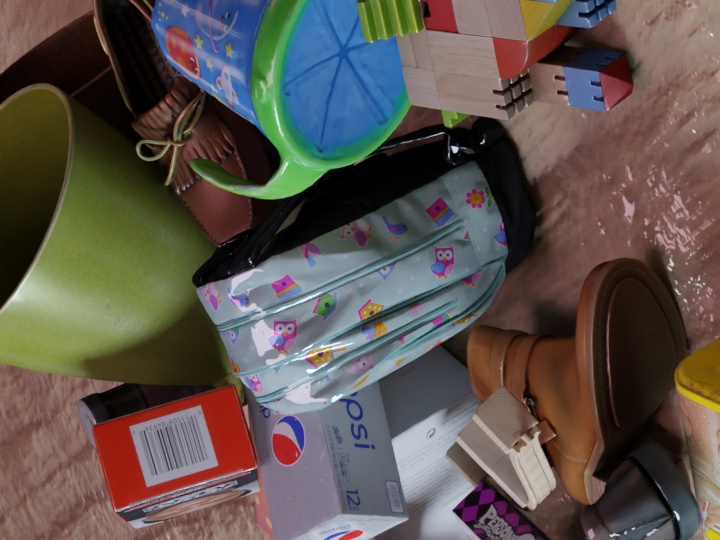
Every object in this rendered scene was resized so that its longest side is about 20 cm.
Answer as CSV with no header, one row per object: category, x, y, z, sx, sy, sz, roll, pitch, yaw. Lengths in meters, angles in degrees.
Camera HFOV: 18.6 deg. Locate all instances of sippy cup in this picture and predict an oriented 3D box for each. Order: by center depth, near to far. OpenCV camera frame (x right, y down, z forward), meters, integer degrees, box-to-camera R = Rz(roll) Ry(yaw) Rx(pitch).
sippy cup,-0.048,-0.144,1.288,0.130,0.178,0.140,26,153,37

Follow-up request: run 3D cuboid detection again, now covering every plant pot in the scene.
plant pot,-0.169,-0.001,1.499,0.199,0.189,0.187,26,173,-33
plant pot,-0.167,-0.074,1.635,0.186,0.187,0.201,7,135,58

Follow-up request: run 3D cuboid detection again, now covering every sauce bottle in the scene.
sauce bottle,-0.110,0.077,1.619,0.066,0.199,0.066,46,149,38

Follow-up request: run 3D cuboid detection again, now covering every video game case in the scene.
video game case,0.150,0.241,1.420,0.181,0.036,0.200,44,171,34

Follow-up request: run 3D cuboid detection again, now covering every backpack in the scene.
backpack,0.000,0.000,1.356,0.127,0.199,0.167,61,152,1

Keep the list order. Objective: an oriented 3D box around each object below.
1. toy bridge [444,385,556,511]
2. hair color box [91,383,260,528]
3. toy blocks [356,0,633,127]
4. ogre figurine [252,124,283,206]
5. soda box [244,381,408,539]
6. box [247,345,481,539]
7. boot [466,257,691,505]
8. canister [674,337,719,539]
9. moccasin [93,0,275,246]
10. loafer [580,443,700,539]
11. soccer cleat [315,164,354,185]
toy bridge,0.091,0.118,1.373,0.067,0.027,0.200,46,169,6
hair color box,-0.123,0.130,1.509,0.200,0.101,0.062,99,154,-81
toy blocks,0.078,-0.162,1.206,0.136,0.100,0.202,12,126,42
ogre figurine,-0.073,-0.089,1.526,0.119,0.098,0.201,12,143,34
soda box,-0.031,0.079,1.441,0.068,0.063,0.202,-32,62,38
box,0.003,0.134,1.580,0.152,0.106,0.201,39,145,37
boot,0.127,0.057,1.338,0.155,0.076,0.201,31,150,46
canister,0.246,0.144,1.187,0.148,0.086,0.202,22,132,53
moccasin,-0.118,-0.105,1.441,0.073,0.078,0.203,-27,78,28
loafer,0.147,0.156,1.245,0.072,0.063,0.200,55,169,23
soccer cleat,-0.023,-0.144,1.410,0.073,0.068,0.201,44,144,32
